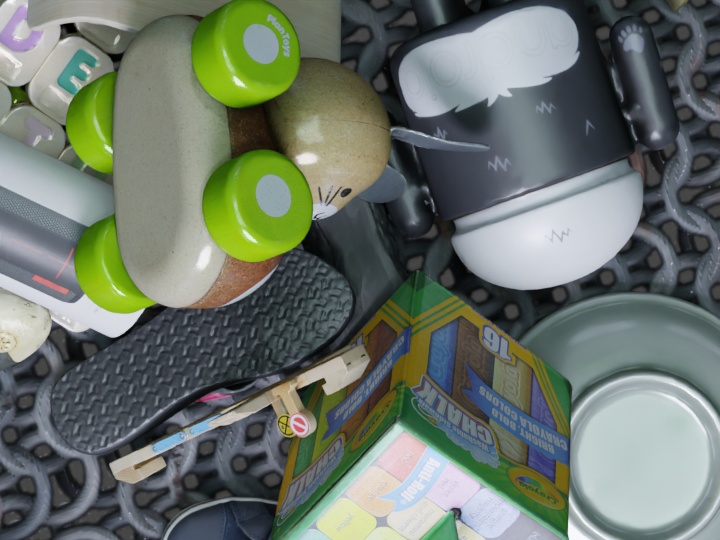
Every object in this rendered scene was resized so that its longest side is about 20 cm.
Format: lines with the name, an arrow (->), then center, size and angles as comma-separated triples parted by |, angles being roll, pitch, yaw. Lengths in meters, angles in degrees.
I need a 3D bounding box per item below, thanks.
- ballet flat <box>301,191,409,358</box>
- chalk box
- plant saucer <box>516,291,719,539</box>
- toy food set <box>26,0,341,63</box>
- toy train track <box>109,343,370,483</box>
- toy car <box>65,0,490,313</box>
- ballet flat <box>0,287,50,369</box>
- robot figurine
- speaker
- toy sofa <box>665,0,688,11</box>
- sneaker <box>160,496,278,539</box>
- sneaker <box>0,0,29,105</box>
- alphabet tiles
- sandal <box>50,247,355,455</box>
ballet flat -> 0.000, 0.000, 1.548 | 0.066, 0.057, 0.201 | -13, 98, 9
chalk box -> 0.034, 0.122, 1.445 | 0.124, 0.200, 0.124 | 36, 117, -15
plant saucer -> 0.167, 0.113, 1.556 | 0.199, 0.050, 0.201 | 0, 90, -5
toy food set -> -0.095, -0.178, 1.486 | 0.199, 0.060, 0.144 | 15, 65, -33
toy train track -> -0.068, 0.091, 1.486 | 0.200, 0.115, 0.033 | -25, 91, 39
toy car -> -0.035, -0.055, 1.421 | 0.199, 0.164, 0.159 | 4, 75, -35
ballet flat -> -0.275, 0.058, 1.505 | 0.199, 0.057, 0.067 | -16, 124, 2
robot figurine -> 0.091, -0.089, 1.516 | 0.124, 0.150, 0.201 | -20, 91, -41
speaker -> -0.206, -0.036, 1.452 | 0.199, 0.081, 0.082 | 27, 88, -24
toy sofa -> 0.242, -0.252, 1.545 | 0.200, 0.083, 0.098 | -35, 88, -4
sneaker -> -0.022, 0.186, 1.528 | 0.199, 0.079, 0.079 | 16, 90, -3
sneaker -> -0.215, -0.142, 1.523 | 0.075, 0.076, 0.201 | 7, 107, -36
alphabet tiles -> -0.152, -0.069, 1.511 | 0.200, 0.015, 0.196 | 35, 91, -25
sandal -> -0.093, 0.046, 1.537 | 0.199, 0.045, 0.075 | -28, 77, 14
